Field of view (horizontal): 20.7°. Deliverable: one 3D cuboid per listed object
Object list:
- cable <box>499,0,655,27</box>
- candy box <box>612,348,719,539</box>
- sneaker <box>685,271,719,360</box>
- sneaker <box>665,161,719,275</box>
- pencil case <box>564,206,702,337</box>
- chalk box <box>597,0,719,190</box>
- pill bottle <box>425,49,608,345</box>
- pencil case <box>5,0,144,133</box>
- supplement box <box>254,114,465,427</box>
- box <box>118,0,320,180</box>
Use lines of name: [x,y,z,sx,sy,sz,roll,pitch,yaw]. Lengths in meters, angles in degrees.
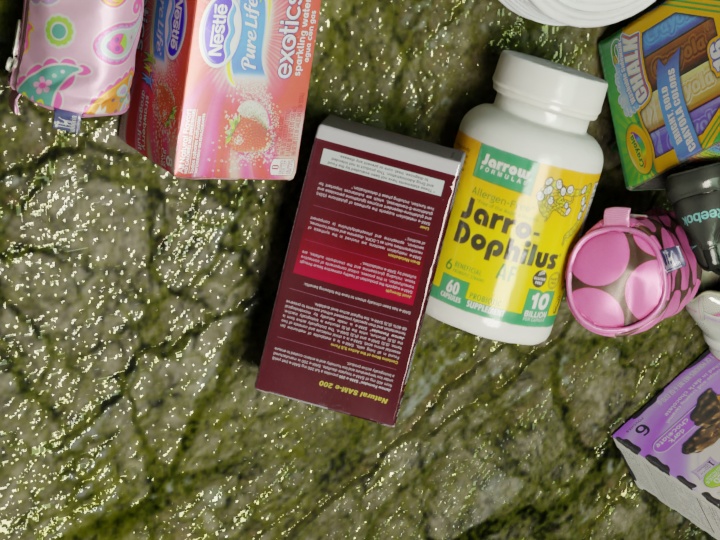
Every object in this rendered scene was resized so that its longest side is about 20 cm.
cable: [0.168,-0.273,1.420,0.199,0.069,0.202,-17,116,-24]
candy box: [0.336,0.143,1.624,0.167,0.200,0.072,-39,123,-13]
sneaker: [0.342,-0.021,1.638,0.088,0.081,0.201,38,86,-37]
sneaker: [0.283,-0.031,1.516,0.200,0.075,0.080,7,68,-62]
pencil case: [0.215,-0.005,1.515,0.090,0.200,0.095,-9,91,16]
chalk box: [0.269,-0.136,1.506,0.124,0.200,0.125,-2,76,-32]
pill bottle: [0.116,-0.056,1.471,0.112,0.113,0.202,10,103,-33]
pencil case: [-0.178,-0.195,1.260,0.087,0.087,0.202,-1,110,-30]
supplement box: [0.000,0.000,1.425,0.108,0.061,0.202,16,102,3]
box: [-0.091,-0.169,1.312,0.095,0.100,0.202,0,109,-31]
